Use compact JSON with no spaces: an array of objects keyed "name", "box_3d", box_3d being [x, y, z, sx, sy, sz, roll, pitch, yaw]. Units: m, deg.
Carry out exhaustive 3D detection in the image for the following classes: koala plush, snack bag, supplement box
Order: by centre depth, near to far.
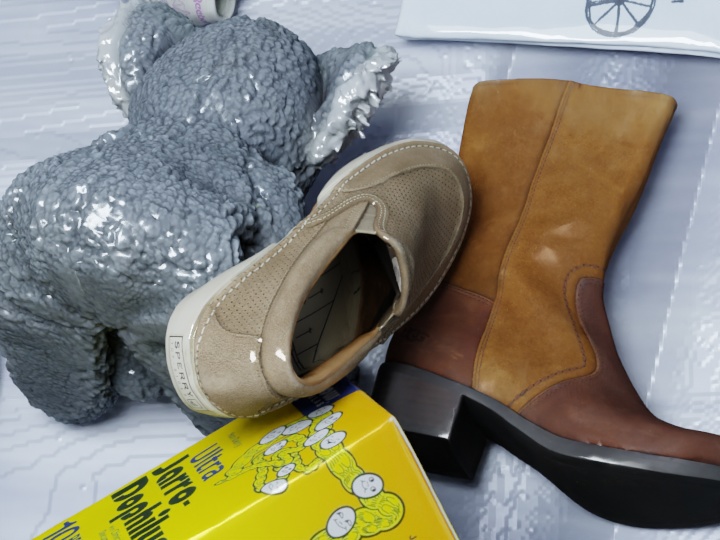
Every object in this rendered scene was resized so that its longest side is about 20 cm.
[{"name":"supplement box","box_3d":[-0.060,0.142,0.832,0.199,0.109,0.110,-30,105,-9]},{"name":"koala plush","box_3d":[-0.071,-0.040,0.948,0.176,0.184,0.201,13,59,20]},{"name":"snack bag","box_3d":[0.127,-0.195,1.030,0.198,0.021,0.190,5,70,18]}]

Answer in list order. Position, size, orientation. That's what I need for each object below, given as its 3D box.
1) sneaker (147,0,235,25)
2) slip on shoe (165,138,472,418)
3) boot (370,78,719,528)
[{"name":"sneaker","box_3d":[-0.114,-0.173,1.057,0.198,0.075,0.100,-10,64,11]},{"name":"slip on shoe","box_3d":[0.000,0.000,0.861,0.060,0.200,0.077,-4,109,39]},{"name":"boot","box_3d":[0.114,0.010,0.937,0.187,0.069,0.201,8,62,27]}]
